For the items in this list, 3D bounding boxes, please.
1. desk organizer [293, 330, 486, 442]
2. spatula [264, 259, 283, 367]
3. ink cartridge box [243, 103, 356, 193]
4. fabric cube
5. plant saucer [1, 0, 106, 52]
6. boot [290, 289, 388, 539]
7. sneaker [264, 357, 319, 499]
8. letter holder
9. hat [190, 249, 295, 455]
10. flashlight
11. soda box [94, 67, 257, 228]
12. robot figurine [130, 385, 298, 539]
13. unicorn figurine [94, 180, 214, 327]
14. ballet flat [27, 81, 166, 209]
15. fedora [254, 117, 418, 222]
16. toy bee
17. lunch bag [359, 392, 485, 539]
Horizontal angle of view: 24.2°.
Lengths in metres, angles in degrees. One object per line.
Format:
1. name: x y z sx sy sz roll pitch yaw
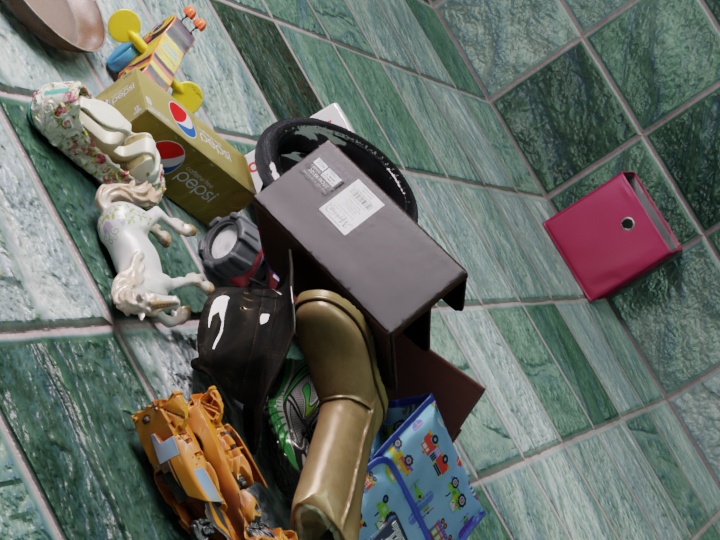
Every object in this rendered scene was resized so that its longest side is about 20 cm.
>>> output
1. desk organizer: 0.035 0.088 1.719 0.199 0.077 0.072 35 17 6
2. spatula: -0.080 0.028 1.707 0.057 0.020 0.201 54 21 -33
3. ink cartridge box: -0.038 -0.069 1.940 0.201 0.144 0.084 61 3 14
4. fabric cube: 0.526 -0.072 3.494 0.197 0.198 0.200 60 16 7
5. plant saucer: -0.338 -0.303 1.731 0.201 0.032 0.201 50 19 -23
6. boot: -0.027 0.142 1.497 0.201 0.065 0.176 -73 144 -49
7. sneaker: -0.049 0.142 1.612 0.201 0.084 0.079 -92 177 -58
8. letter holder: 0.000 0.000 1.631 0.200 0.100 0.143 45 -19 22
9. hat: -0.115 0.066 1.559 0.080 0.202 0.201 14 28 -9
10. flashlight: -0.087 0.011 1.799 0.067 0.068 0.200 15 -15 46
11. soda box: -0.193 -0.124 1.754 0.200 0.067 0.064 38 25 -49
12. robot figurine: -0.113 0.197 1.410 0.201 0.058 0.145 60 18 10
13. unicorn figurine: -0.194 -0.002 1.546 0.137 0.074 0.200 14 31 -55
14. ballet flat: -0.238 -0.119 1.621 0.200 0.063 0.076 36 43 -50
15. fedora: -0.039 -0.073 1.836 0.199 0.092 0.202 21 43 -20
16. toy bee: -0.222 -0.242 1.819 0.131 0.108 0.201 38 25 -43
17. lunch bag: 0.020 0.240 1.630 0.200 0.093 0.152 -50 123 -46
